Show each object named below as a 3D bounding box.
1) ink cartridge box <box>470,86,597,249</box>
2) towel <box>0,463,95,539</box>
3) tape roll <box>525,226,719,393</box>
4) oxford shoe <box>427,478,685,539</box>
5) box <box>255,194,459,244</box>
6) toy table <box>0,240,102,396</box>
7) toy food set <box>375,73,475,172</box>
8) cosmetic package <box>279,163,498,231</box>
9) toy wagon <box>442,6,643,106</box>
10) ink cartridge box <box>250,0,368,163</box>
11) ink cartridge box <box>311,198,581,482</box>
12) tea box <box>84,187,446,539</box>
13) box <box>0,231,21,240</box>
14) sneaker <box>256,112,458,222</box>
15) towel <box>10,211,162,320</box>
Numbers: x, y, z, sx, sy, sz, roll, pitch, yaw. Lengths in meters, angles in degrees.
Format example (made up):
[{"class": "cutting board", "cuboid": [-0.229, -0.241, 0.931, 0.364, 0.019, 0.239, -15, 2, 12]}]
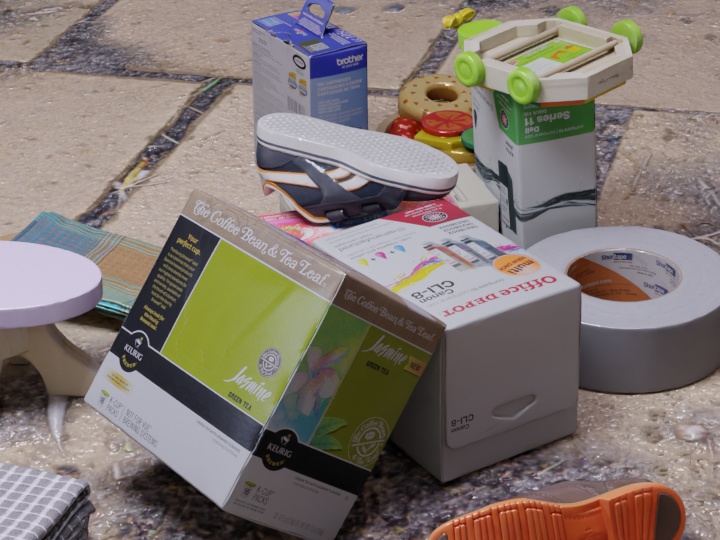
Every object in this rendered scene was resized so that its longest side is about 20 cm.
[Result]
[{"class": "ink cartridge box", "cuboid": [0.167, -0.105, 1.796, 0.082, 0.201, 0.147, -11, 28, -11]}, {"class": "towel", "cuboid": [-0.303, 0.204, 1.358, 0.164, 0.086, 0.200, 8, 29, 17]}, {"class": "tape roll", "cuboid": [0.236, 0.032, 1.672, 0.199, 0.067, 0.201, -1, 27, 0]}, {"class": "oxford shoe", "cuboid": [0.138, 0.195, 1.382, 0.199, 0.072, 0.073, -5, 7, -16]}, {"class": "box", "cuboid": [0.000, 0.000, 1.712, 0.199, 0.103, 0.095, -9, 27, -11]}, {"class": "toy table", "cuboid": [-0.319, 0.053, 1.615, 0.199, 0.118, 0.184, 8, 29, 17]}, {"class": "toy food set", "cuboid": [0.115, -0.160, 2.066, 0.197, 0.049, 0.200, 11, 30, 23]}, {"class": "cosmetic package", "cuboid": [0.028, -0.042, 1.819, 0.198, 0.072, 0.105, -8, 27, -12]}, {"class": "toy wagon", "cuboid": [0.158, -0.203, 1.726, 0.155, 0.040, 0.199, -26, 34, -35]}, {"class": "ink cartridge box", "cuboid": [-0.054, -0.190, 1.971, 0.076, 0.201, 0.136, -17, 31, -26]}, {"class": "ink cartridge box", "cuboid": [0.071, 0.054, 1.554, 0.145, 0.146, 0.200, -18, 32, -29]}, {"class": "tea box", "cuboid": [-0.076, 0.072, 1.440, 0.133, 0.198, 0.200, 26, 3, -45]}, {"class": "box", "cuboid": [-0.373, 0.016, 1.792, 0.199, 0.021, 0.164, -13, 30, -20]}, {"class": "sneaker", "cuboid": [-0.004, -0.083, 1.680, 0.199, 0.080, 0.078, 17, 27, 25]}, {"class": "towel", "cuboid": [-0.246, -0.002, 1.778, 0.199, 0.022, 0.147, 15, 27, 13]}]
